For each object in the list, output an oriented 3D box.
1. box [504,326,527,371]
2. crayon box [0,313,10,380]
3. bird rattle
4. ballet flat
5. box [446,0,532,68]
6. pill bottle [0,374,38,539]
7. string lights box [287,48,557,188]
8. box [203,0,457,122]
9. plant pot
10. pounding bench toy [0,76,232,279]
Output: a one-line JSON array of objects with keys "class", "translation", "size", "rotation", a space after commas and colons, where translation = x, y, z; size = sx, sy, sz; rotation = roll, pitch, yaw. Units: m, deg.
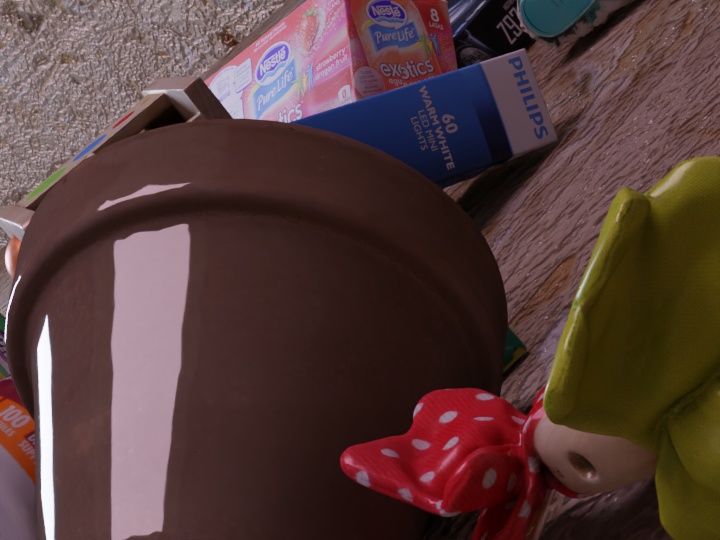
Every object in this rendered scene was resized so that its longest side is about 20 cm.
[{"class": "box", "translation": [0.000, 0.000, 1.000], "size": [0.048, 0.117, 0.200], "rotation": [-43, 10, -4]}, {"class": "crayon box", "translation": [-0.240, 0.113, 1.203], "size": [0.173, 0.200, 0.058], "rotation": [-40, 11, 17]}, {"class": "bird rattle", "translation": [0.100, 0.039, 0.663], "size": [0.163, 0.113, 0.200], "rotation": [-36, -6, -28]}, {"class": "ballet flat", "translation": [0.178, -0.214, 1.312], "size": [0.200, 0.072, 0.072], "rotation": [-37, 13, 28]}, {"class": "box", "translation": [0.085, -0.178, 1.546], "size": [0.200, 0.044, 0.160], "rotation": [-50, 13, -28]}, {"class": "pill bottle", "translation": [-0.105, 0.080, 0.997], "size": [0.200, 0.114, 0.114], "rotation": [-32, 2, -37]}, {"class": "string lights box", "translation": [-0.002, -0.059, 1.178], "size": [0.200, 0.059, 0.103], "rotation": [-20, -1, -29]}, {"class": "box", "translation": [-0.028, -0.108, 1.452], "size": [0.200, 0.095, 0.103], "rotation": [-32, 58, 47]}, {"class": "plant pot", "translation": [-0.049, 0.071, 0.794], "size": [0.200, 0.200, 0.175], "rotation": [-36, 30, 34]}, {"class": "pounding bench toy", "translation": [-0.144, -0.025, 1.339], "size": [0.156, 0.124, 0.200], "rotation": [-41, 15, -11]}]
